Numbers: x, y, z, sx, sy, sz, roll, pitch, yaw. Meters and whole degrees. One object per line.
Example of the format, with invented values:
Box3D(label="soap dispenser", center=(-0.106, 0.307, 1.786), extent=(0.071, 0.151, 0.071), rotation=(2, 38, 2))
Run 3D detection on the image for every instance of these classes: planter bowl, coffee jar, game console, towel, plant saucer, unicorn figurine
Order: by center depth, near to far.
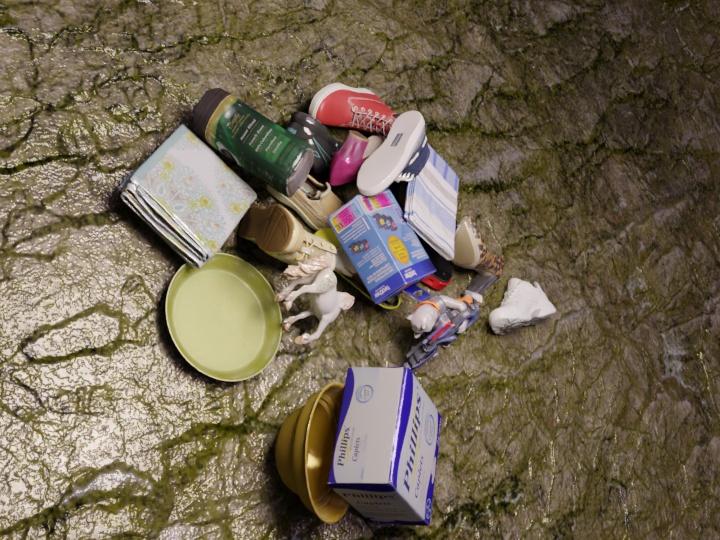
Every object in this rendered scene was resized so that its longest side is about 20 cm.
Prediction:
Box3D(label="planter bowl", center=(-0.073, 0.270, 1.209), extent=(0.200, 0.082, 0.205), rotation=(-3, 90, -67))
Box3D(label="plant saucer", center=(-0.212, 0.073, 1.240), extent=(0.197, 0.031, 0.204), rotation=(17, 61, -32))
Box3D(label="towel", center=(-0.264, -0.118, 1.253), extent=(0.171, 0.048, 0.201), rotation=(45, 39, -16))
Box3D(label="unicorn figurine", center=(-0.066, 0.049, 1.283), extent=(0.136, 0.201, 0.074), rotation=(-34, 67, -22))
Box3D(label="coffee jar", center=(-0.175, -0.208, 1.302), extent=(0.198, 0.104, 0.086), rotation=(33, 81, 6))
Box3D(label="towel", center=(0.137, -0.134, 1.484), extent=(0.146, 0.024, 0.203), rotation=(40, 45, -36))
Box3D(label="game console", center=(0.105, -0.073, 1.560), extent=(0.198, 0.031, 0.179), rotation=(31, 49, -26))

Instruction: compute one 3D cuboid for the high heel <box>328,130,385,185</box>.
Box3D(label="high heel", center=(0.016, -0.187, 1.445), extent=(0.067, 0.097, 0.199), rotation=(35, 17, 22))

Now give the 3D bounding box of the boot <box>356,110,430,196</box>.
Box3D(label="boot", center=(0.066, -0.176, 1.387), extent=(0.201, 0.072, 0.091), rotation=(-56, 140, -30))

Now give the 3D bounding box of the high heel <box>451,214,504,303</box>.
Box3D(label="high heel", center=(0.236, -0.050, 1.579), extent=(0.143, 0.070, 0.203), rotation=(-44, 138, -37))

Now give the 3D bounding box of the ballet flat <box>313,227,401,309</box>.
Box3D(label="ballet flat", center=(0.000, 0.000, 1.406), extent=(0.199, 0.067, 0.067), rotation=(41, 9, -20))

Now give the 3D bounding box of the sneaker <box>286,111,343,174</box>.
Box3D(label="sneaker", center=(-0.061, -0.206, 1.466), extent=(0.198, 0.075, 0.080), rotation=(32, 83, -31))

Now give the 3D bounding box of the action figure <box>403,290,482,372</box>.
Box3D(label="action figure", center=(0.125, 0.098, 1.431), extent=(0.105, 0.199, 0.193), rotation=(54, 17, 18))

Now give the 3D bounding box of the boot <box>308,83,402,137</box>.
Box3D(label="boot", center=(0.008, -0.279, 1.483), extent=(0.144, 0.073, 0.198), rotation=(38, 31, 25))

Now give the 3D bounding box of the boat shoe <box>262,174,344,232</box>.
Box3D(label="boat shoe", center=(-0.073, -0.122, 1.402), extent=(0.198, 0.076, 0.073), rotation=(30, 53, -26))

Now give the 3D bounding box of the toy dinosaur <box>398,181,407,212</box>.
Box3D(label="toy dinosaur", center=(0.106, -0.138, 1.538), extent=(0.101, 0.077, 0.204), rotation=(16, 60, -20))

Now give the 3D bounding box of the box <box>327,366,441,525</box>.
Box3D(label="box", center=(0.045, 0.275, 1.252), extent=(0.201, 0.103, 0.187), rotation=(55, 38, -51))

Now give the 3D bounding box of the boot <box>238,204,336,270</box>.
Box3D(label="boot", center=(-0.096, -0.038, 1.281), extent=(0.154, 0.199, 0.074), rotation=(29, 83, -28))

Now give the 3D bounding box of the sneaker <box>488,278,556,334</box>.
Box3D(label="sneaker", center=(0.312, 0.068, 1.639), extent=(0.198, 0.078, 0.101), rotation=(-8, 69, -49))

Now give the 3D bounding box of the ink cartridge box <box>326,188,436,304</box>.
Box3D(label="ink cartridge box", center=(0.046, -0.030, 1.379), extent=(0.202, 0.076, 0.136), rotation=(61, 29, 5))
